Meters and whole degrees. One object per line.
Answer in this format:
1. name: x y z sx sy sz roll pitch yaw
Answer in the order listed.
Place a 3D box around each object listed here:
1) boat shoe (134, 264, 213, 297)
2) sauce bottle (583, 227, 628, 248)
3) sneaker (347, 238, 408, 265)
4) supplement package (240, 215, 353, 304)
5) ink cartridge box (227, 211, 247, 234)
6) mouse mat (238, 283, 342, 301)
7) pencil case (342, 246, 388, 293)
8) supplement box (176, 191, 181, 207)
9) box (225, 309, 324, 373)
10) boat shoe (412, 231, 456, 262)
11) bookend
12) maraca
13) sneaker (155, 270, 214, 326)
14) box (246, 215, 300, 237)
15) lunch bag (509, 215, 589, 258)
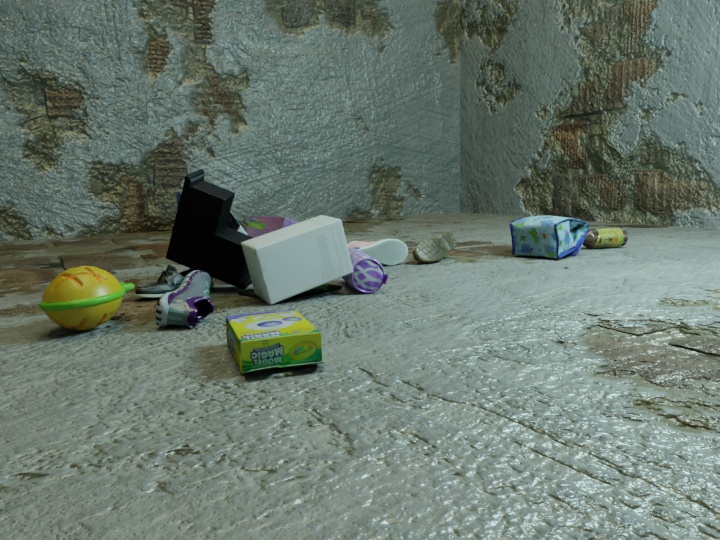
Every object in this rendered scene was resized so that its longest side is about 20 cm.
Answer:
1. boat shoe: -0.419 0.019 1.413 0.197 0.068 0.074 -10 12 -43
2. sauce bottle: 0.770 -0.104 2.037 0.195 0.066 0.065 -5 9 -12
3. sneaker: 0.033 -0.055 1.788 0.196 0.077 0.104 -11 17 -26
4. supplement package: -0.136 -0.028 1.333 0.197 0.124 0.119 -20 18 -22
5. ink cartridge box: -0.319 -0.065 1.576 0.043 0.201 0.195 -46 28 -20
6. mouse mat: -0.157 0.043 1.415 0.159 0.008 0.198 6 11 42
7. pencil case: 0.000 0.000 1.443 0.084 0.086 0.200 21 5 -13
8. supplement box: -0.733 -0.263 2.875 0.195 0.205 0.134 -2 9 -10
9. box: -0.127 0.100 0.898 0.115 0.050 0.200 -5 11 -18
10. boat shoe: 0.213 -0.057 1.854 0.067 0.073 0.199 -38 -9 40
11. bookend: -0.315 -0.094 1.418 0.195 0.204 0.092 20 19 2
12. maraca: -0.484 0.045 1.114 0.134 0.110 0.200 -2 8 0
13. sneaker: -0.302 0.060 1.164 0.085 0.076 0.200 10 21 6
14. box: -0.176 -0.067 1.637 0.197 0.099 0.174 17 -5 -39
15. lunch bag: 0.574 -0.110 1.896 0.168 0.130 0.198 7 21 45
